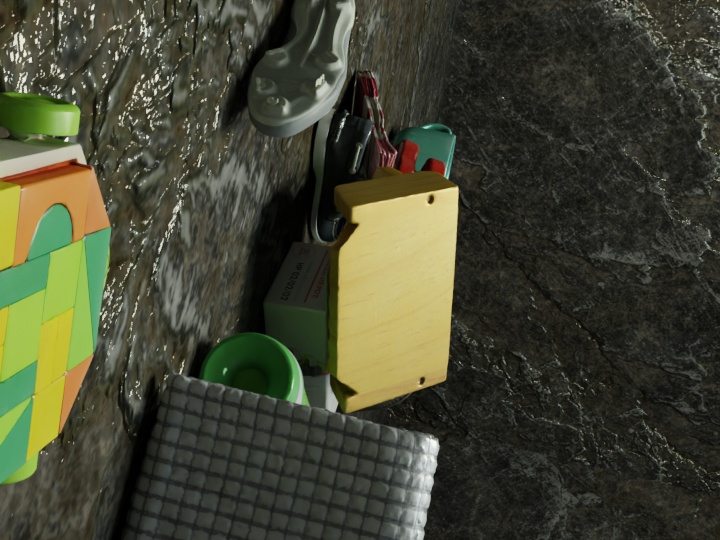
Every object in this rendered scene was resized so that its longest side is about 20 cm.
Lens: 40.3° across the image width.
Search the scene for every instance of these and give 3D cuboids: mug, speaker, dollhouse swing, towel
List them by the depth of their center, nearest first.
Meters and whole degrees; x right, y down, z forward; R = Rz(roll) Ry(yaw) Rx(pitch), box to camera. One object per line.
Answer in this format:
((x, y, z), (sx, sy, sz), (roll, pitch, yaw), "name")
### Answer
((-0.057, 0.172, 0.677), (0.086, 0.199, 0.166), (90, 13, -82), "towel")
((-0.084, 0.118, 0.833), (0.200, 0.088, 0.089), (86, 17, -68), "speaker")
((0.000, 0.000, 0.984), (0.181, 0.176, 0.201), (-13, 115, -35), "dollhouse swing")
((0.011, -0.134, 1.178), (0.200, 0.023, 0.144), (-101, -165, -50), "towel")
((0.102, -0.184, 1.767), (0.185, 0.114, 0.153), (-60, 161, -72), "mug")

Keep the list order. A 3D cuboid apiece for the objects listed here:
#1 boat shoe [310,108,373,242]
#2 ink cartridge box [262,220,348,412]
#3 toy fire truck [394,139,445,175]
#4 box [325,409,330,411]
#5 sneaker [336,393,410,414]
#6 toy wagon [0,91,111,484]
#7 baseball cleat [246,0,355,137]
((-0.019, -0.096, 1.097), (0.200, 0.060, 0.076), (93, 12, -57), "boat shoe")
((-0.052, 0.051, 1.019), (0.115, 0.068, 0.201), (-70, 164, -54), "ink cartridge box")
((0.040, -0.098, 1.486), (0.168, 0.112, 0.201), (154, -49, -74), "toy fire truck")
((-0.085, 0.248, 0.929), (0.160, 0.044, 0.200), (-43, -164, 34), "box")
((-0.016, 0.109, 1.167), (0.075, 0.200, 0.107), (34, 51, -37), "sneaker")
((-0.134, 0.011, 0.376), (0.200, 0.039, 0.156), (-52, 154, -75), "toy wagon")
((-0.040, -0.147, 0.776), (0.107, 0.069, 0.200), (96, 10, -45), "baseball cleat")
